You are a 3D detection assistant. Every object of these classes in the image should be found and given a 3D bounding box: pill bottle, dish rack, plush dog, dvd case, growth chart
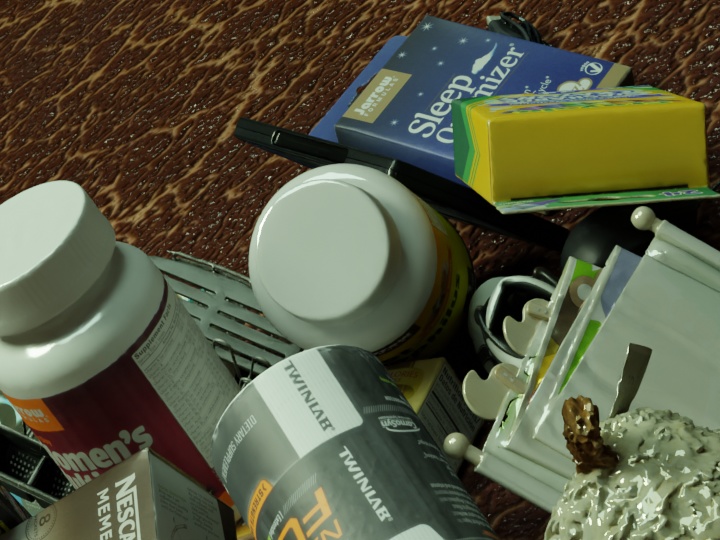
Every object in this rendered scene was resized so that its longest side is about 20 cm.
[{"bbox_3d":[-0.139,0.055,1.355,0.109,0.201,0.110,-24,32,16],"label":"pill bottle"},{"bbox_3d":[-0.124,0.075,1.501,0.152,0.055,0.201,22,63,14],"label":"dish rack"},{"bbox_3d":[0.175,0.132,1.112,0.171,0.161,0.200,17,51,27],"label":"plush dog"},{"bbox_3d":[0.012,0.141,1.232,0.106,0.106,0.200,-34,56,-2],"label":"pill bottle"},{"bbox_3d":[0.023,-0.057,1.570,0.200,0.142,0.018,20,89,57],"label":"dvd case"},{"bbox_3d":[0.144,0.055,1.281,0.200,0.144,0.018,-50,-9,-27],"label":"growth chart"},{"bbox_3d":[0.000,0.000,1.423,0.109,0.110,0.200,-28,-12,8],"label":"pill bottle"}]

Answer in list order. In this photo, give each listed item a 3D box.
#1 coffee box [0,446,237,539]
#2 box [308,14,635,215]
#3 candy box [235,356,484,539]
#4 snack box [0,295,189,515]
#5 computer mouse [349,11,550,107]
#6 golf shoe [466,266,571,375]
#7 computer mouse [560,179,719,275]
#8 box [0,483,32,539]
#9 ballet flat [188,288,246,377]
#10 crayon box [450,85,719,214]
[{"bbox_3d":[-0.119,0.210,1.264,0.114,0.080,0.201,-30,45,22],"label":"coffee box"},{"bbox_3d":[0.069,-0.110,1.643,0.199,0.033,0.121,17,53,33],"label":"box"},{"bbox_3d":[-0.022,0.140,1.375,0.115,0.055,0.201,-10,36,37],"label":"candy box"},{"bbox_3d":[-0.202,0.079,1.641,0.115,0.037,0.200,13,47,24],"label":"snack box"},{"bbox_3d":[0.044,-0.118,1.727,0.199,0.053,0.139,-31,28,4],"label":"computer mouse"},{"bbox_3d":[0.102,0.028,1.389,0.078,0.095,0.200,-36,26,-5],"label":"golf shoe"},{"bbox_3d":[0.200,-0.052,1.462,0.199,0.034,0.059,-34,20,-15],"label":"computer mouse"},{"bbox_3d":[-0.246,0.193,1.382,0.160,0.200,0.044,-37,61,-5],"label":"box"},{"bbox_3d":[-0.121,0.093,1.566,0.071,0.072,0.200,5,48,50],"label":"ballet flat"},{"bbox_3d":[0.126,-0.073,1.418,0.125,0.052,0.200,-4,9,-4],"label":"crayon box"}]
